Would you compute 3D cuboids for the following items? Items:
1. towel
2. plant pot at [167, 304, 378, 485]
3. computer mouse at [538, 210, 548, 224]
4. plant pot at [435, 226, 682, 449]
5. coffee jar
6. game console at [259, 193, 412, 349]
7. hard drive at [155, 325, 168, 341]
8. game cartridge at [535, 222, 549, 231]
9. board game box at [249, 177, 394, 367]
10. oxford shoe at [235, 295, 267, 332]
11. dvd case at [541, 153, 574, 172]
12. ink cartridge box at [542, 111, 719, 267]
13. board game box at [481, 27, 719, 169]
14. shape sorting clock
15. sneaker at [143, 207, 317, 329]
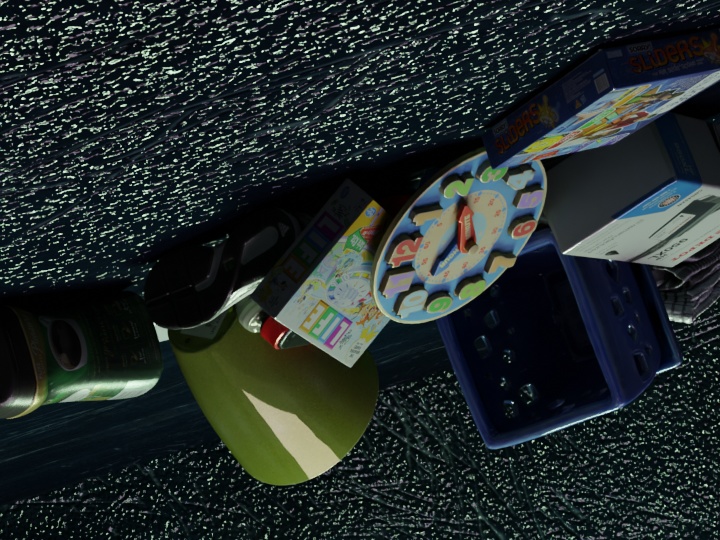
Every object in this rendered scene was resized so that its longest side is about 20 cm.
[{"bbox_3d":[0.333,-0.007,2.015,0.165,0.086,0.200,6,-166,25],"label":"towel"},{"bbox_3d":[-0.109,0.095,1.806,0.186,0.188,0.200,-20,138,22],"label":"plant pot"},{"bbox_3d":[0.138,-0.076,1.643,0.058,0.034,0.199,16,-179,39],"label":"computer mouse"},{"bbox_3d":[0.218,0.056,1.839,0.199,0.201,0.179,-23,177,41],"label":"plant pot"},{"bbox_3d":[-0.290,0.080,1.636,0.085,0.105,0.199,-27,166,40],"label":"coffee jar"},{"bbox_3d":[0.000,0.000,1.702,0.200,0.031,0.177,-47,164,21],"label":"game console"},{"bbox_3d":[-0.164,0.043,1.902,0.199,0.026,0.132,-14,171,-22],"label":"hard drive"},{"bbox_3d":[0.217,-0.064,1.815,0.199,0.041,0.133,-13,175,-24],"label":"game cartridge"},{"bbox_3d":[-0.011,0.006,1.562,0.135,0.034,0.200,-50,156,1],"label":"board game box"},{"bbox_3d":[-0.045,-0.008,1.719,0.199,0.058,0.075,-29,153,-20],"label":"oxford shoe"},{"bbox_3d":[0.199,-0.093,1.760,0.148,0.016,0.200,-20,172,30],"label":"dvd case"},{"bbox_3d":[0.288,-0.077,1.661,0.144,0.085,0.199,-35,155,34],"label":"ink cartridge box"},{"bbox_3d":[0.204,-0.139,1.409,0.135,0.035,0.200,-13,171,-28],"label":"board game box"},{"bbox_3d":[0.092,-0.030,1.563,0.199,0.039,0.201,-24,141,-21],"label":"shape sorting clock"},{"bbox_3d":[-0.101,0.002,1.588,0.200,0.076,0.115,-26,166,34],"label":"sneaker"}]
